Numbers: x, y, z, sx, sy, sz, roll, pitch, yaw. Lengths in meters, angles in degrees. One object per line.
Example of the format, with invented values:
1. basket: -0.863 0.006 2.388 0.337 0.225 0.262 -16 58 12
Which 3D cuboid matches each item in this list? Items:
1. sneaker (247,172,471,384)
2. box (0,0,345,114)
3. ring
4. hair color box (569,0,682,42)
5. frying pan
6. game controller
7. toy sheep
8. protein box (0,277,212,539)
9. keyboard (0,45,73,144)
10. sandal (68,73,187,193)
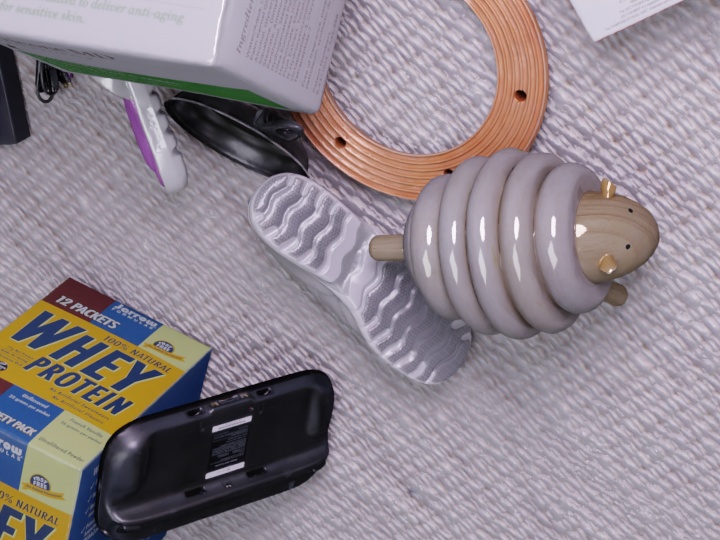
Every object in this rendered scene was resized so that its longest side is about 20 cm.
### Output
1. sneaker: 0.000 0.000 1.337 0.200 0.082 0.075 45 83 -14
2. box: -0.120 -0.218 1.165 0.199 0.171 0.200 12 88 21
3. ring: 0.034 -0.141 1.266 0.200 0.019 0.201 11 119 21
4. hair color box: 0.145 -0.253 1.124 0.111 0.064 0.200 -23 105 35
5. frying pan: -0.083 -0.103 1.273 0.115 0.031 0.190 27 168 5
6. game controller: -0.104 0.135 1.380 0.042 0.200 0.104 32 127 44
7. toy sheep: 0.098 -0.016 1.225 0.200 0.138 0.138 -8 111 27
8. protein box: -0.234 0.151 1.442 0.135 0.199 0.200 25 123 14
9. keyboard: -0.280 -0.188 1.397 0.127 0.021 0.200 4 118 25
10. sandal: -0.180 -0.143 1.314 0.050 0.082 0.203 -26 90 -8
